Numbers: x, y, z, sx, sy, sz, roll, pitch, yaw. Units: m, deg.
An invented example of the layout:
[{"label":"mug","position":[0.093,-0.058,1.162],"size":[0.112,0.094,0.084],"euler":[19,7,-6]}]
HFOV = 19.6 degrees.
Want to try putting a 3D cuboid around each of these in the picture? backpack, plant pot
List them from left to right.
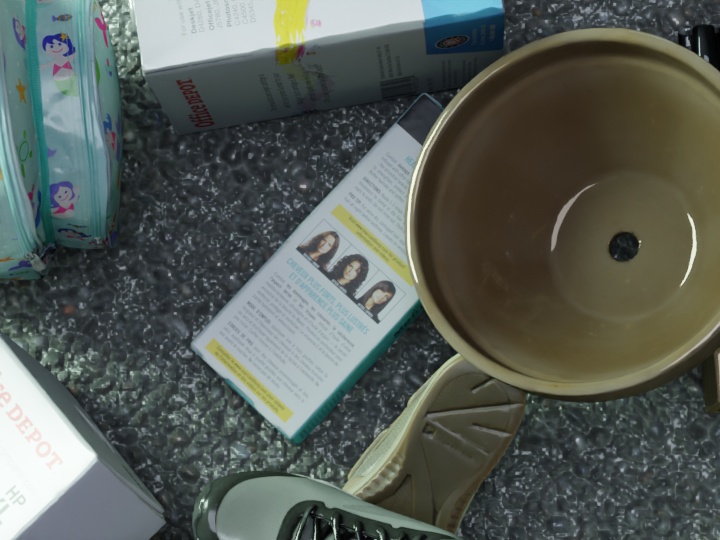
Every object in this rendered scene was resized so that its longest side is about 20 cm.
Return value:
[{"label":"backpack","position":[-0.208,-0.085,1.150],"size":[0.150,0.200,0.178],"euler":[-6,79,2]},{"label":"plant pot","position":[0.132,-0.023,1.127],"size":[0.200,0.093,0.201],"euler":[-5,75,20]}]

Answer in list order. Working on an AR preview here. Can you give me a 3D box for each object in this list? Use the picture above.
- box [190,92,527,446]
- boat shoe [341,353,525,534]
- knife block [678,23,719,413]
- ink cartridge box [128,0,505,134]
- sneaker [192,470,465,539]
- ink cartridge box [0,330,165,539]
[{"label":"box","position":[0.000,0.000,1.200],"size":[0.082,0.049,0.200],"euler":[43,85,8]},{"label":"boat shoe","position":[0.026,0.126,1.172],"size":[0.072,0.065,0.200],"euler":[33,102,-2]},{"label":"knife block","position":[0.212,-0.043,1.189],"size":[0.176,0.064,0.200],"euler":[41,85,9]},{"label":"ink cartridge box","position":[-0.029,-0.176,1.182],"size":[0.200,0.147,0.146],"euler":[-10,81,1]},{"label":"sneaker","position":[0.009,0.152,1.094],"size":[0.200,0.079,0.074],"euler":[21,67,-3]},{"label":"ink cartridge box","position":[-0.230,0.145,1.144],"size":[0.200,0.084,0.145],"euler":[-43,51,-5]}]
